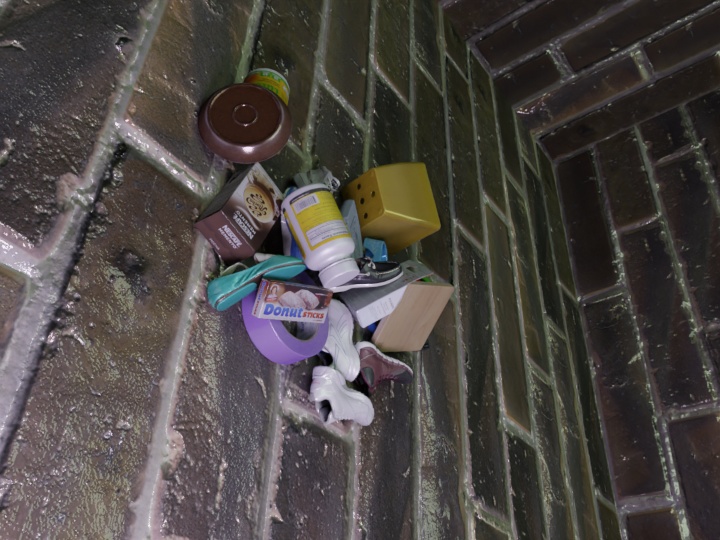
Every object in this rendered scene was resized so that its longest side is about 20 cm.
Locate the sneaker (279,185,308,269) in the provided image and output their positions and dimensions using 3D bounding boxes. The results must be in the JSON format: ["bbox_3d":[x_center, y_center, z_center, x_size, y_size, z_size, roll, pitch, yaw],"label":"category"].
[{"bbox_3d":[-0.134,-0.092,1.497,0.079,0.088,0.201,110,-27,-73],"label":"sneaker"}]

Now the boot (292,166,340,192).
[{"bbox_3d":[-0.092,-0.189,1.561,0.200,0.095,0.074,-119,-173,-53],"label":"boot"}]

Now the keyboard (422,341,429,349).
[{"bbox_3d":[0.139,0.125,1.873,0.127,0.021,0.201,1,69,-58],"label":"keyboard"}]

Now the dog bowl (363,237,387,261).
[{"bbox_3d":[0.034,0.004,1.713,0.112,0.049,0.201,77,17,-45],"label":"dog bowl"}]

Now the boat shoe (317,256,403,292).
[{"bbox_3d":[0.000,0.000,1.528,0.074,0.199,0.061,-115,-162,-64],"label":"boat shoe"}]

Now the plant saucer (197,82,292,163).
[{"bbox_3d":[-0.242,-0.320,1.419,0.035,0.199,0.202,110,-19,-66],"label":"plant saucer"}]

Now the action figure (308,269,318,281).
[{"bbox_3d":[-0.094,-0.056,1.579,0.130,0.069,0.201,42,53,-46],"label":"action figure"}]

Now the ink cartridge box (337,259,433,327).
[{"bbox_3d":[0.060,0.049,1.556,0.048,0.199,0.160,68,-11,-18],"label":"ink cartridge box"}]

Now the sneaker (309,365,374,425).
[{"bbox_3d":[-0.048,0.290,1.429,0.200,0.078,0.100,45,54,-33],"label":"sneaker"}]

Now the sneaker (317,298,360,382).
[{"bbox_3d":[-0.060,0.149,1.493,0.087,0.075,0.201,4,54,-30],"label":"sneaker"}]

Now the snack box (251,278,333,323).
[{"bbox_3d":[-0.129,0.062,1.323,0.200,0.024,0.072,11,98,-55],"label":"snack box"}]

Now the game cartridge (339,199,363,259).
[{"bbox_3d":[-0.025,-0.062,1.640,0.134,0.040,0.201,-67,153,-57],"label":"game cartridge"}]

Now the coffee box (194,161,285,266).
[{"bbox_3d":[-0.238,-0.118,1.376,0.113,0.079,0.200,53,33,-24],"label":"coffee box"}]

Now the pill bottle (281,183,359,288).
[{"bbox_3d":[-0.079,-0.069,1.396,0.111,0.111,0.201,-2,64,-58],"label":"pill bottle"}]

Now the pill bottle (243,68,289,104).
[{"bbox_3d":[-0.225,-0.353,1.522,0.111,0.111,0.201,40,40,-38],"label":"pill bottle"}]

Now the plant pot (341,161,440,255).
[{"bbox_3d":[0.065,-0.175,1.801,0.176,0.199,0.201,6,64,-44],"label":"plant pot"}]

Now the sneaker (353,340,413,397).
[{"bbox_3d":[0.043,0.257,1.594,0.200,0.075,0.116,33,49,-29],"label":"sneaker"}]

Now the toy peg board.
[{"bbox_3d":[0.104,0.096,1.702,0.198,0.201,0.098,4,29,-46],"label":"toy peg board"}]

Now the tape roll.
[{"bbox_3d":[-0.152,0.089,1.391,0.200,0.065,0.201,36,43,-42],"label":"tape roll"}]

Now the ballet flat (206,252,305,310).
[{"bbox_3d":[-0.203,0.004,1.285,0.199,0.067,0.071,-26,70,-20],"label":"ballet flat"}]
